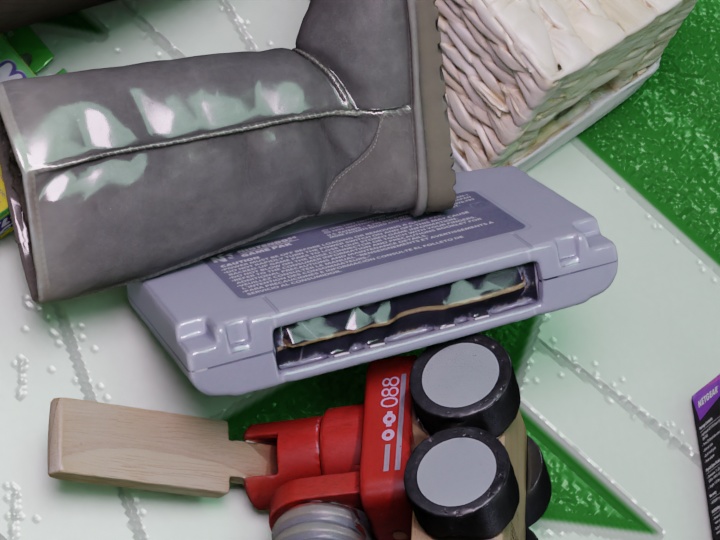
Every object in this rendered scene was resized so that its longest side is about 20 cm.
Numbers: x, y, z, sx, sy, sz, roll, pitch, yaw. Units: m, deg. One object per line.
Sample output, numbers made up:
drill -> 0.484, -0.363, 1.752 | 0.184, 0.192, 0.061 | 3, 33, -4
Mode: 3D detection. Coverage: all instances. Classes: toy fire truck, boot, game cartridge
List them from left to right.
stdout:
boot -> -0.064, -0.088, 0.976 | 0.199, 0.073, 0.183 | -8, 88, -7
toy fire truck -> -0.027, 0.117, 0.952 | 0.199, 0.129, 0.177 | -7, 50, 14
game cartridge -> 0.000, 0.000, 0.998 | 0.199, 0.133, 0.041 | -14, 115, -15

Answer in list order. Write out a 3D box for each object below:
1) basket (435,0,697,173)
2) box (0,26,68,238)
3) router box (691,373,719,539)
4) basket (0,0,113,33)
basket -> 0.062, -0.163, 1.087 | 0.135, 0.123, 0.200 | -34, 84, -26
box -> -0.212, -0.051, 0.992 | 0.200, 0.048, 0.117 | -38, 85, -29
router box -> 0.269, 0.125, 1.083 | 0.199, 0.051, 0.150 | 1, 68, -18
basket -> -0.146, -0.185, 0.989 | 0.199, 0.136, 0.181 | -14, 65, -50
